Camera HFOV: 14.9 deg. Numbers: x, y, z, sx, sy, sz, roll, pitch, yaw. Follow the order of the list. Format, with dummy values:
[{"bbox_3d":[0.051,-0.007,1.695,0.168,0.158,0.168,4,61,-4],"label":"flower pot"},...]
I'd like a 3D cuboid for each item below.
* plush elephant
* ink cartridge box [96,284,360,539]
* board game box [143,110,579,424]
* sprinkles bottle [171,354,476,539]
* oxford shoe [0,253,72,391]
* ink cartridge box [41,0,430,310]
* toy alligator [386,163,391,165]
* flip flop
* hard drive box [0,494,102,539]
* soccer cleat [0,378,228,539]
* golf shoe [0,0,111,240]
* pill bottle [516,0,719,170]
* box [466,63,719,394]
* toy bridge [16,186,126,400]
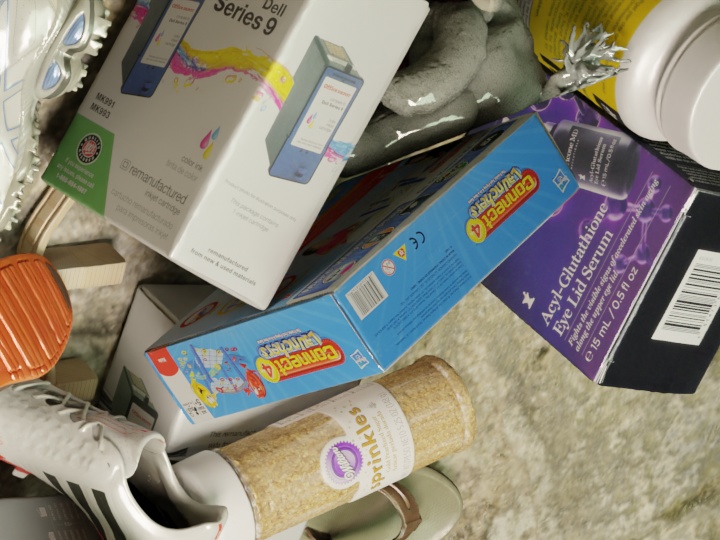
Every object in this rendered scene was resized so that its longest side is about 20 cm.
[{"bbox_3d":[0.044,-0.160,1.655,0.199,0.155,0.165,-19,-174,14],"label":"plush elephant"},{"bbox_3d":[-0.096,0.112,1.779,0.146,0.084,0.200,0,120,-42],"label":"ink cartridge box"},{"bbox_3d":[0.000,0.000,1.628,0.200,0.196,0.056,-42,104,-36],"label":"board game box"},{"bbox_3d":[-0.024,0.117,1.730,0.200,0.068,0.068,-23,133,-28],"label":"sprinkles bottle"},{"bbox_3d":[-0.232,0.047,1.561,0.071,0.073,0.200,64,31,-10],"label":"oxford shoe"},{"bbox_3d":[-0.072,-0.102,1.561,0.087,0.145,0.200,30,90,-43],"label":"ink cartridge box"},{"bbox_3d":[0.019,-0.010,1.807,0.059,0.054,0.200,-11,127,-36],"label":"toy alligator"},{"bbox_3d":[0.000,0.168,1.927,0.200,0.058,0.081,20,106,-47],"label":"flip flop"},{"bbox_3d":[-0.254,0.207,1.675,0.200,0.077,0.156,0,148,-42],"label":"hard drive box"},{"bbox_3d":[-0.164,0.107,1.651,0.085,0.200,0.069,-45,180,37],"label":"soccer cleat"},{"bbox_3d":[-0.219,-0.092,1.542,0.097,0.078,0.200,19,110,-20],"label":"golf shoe"},{"bbox_3d":[0.178,-0.152,1.725,0.114,0.200,0.115,-22,133,-26],"label":"pill bottle"},{"bbox_3d":[0.158,-0.034,1.799,0.104,0.200,0.148,8,114,-44],"label":"box"},{"bbox_3d":[-0.176,-0.001,1.664,0.067,0.027,0.200,-7,125,-37],"label":"toy bridge"}]
